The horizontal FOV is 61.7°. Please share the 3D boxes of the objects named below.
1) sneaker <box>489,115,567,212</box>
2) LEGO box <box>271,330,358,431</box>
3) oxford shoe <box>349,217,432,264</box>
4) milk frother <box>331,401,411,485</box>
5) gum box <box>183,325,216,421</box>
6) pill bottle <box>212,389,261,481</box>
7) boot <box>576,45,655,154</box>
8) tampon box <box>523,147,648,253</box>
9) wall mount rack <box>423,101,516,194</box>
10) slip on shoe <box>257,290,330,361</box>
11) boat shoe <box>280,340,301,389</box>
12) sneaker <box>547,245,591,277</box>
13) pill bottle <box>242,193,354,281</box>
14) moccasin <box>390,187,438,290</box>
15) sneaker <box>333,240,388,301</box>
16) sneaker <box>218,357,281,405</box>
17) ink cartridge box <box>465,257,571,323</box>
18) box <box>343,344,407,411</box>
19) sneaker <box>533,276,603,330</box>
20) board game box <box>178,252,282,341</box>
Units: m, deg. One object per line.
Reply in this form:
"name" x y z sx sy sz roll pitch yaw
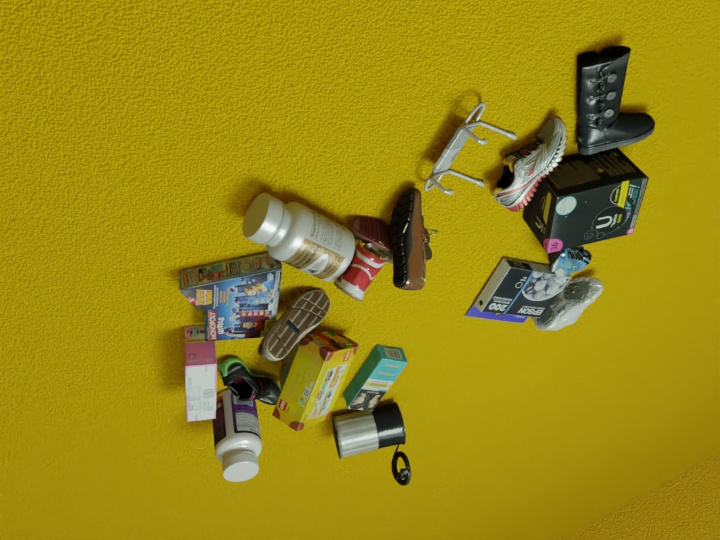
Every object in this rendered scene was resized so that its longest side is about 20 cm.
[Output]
"sneaker" 0.331 -0.214 1.186 0.082 0.078 0.201 24 108 -21
"LEGO box" -0.100 0.247 1.373 0.149 0.077 0.201 2 112 -64
"oxford shoe" 0.053 -0.047 1.256 0.199 0.071 0.075 23 138 -26
"milk frother" 0.032 0.489 1.649 0.186 0.201 0.181 -10 138 -9
"gum box" -0.356 0.232 1.335 0.066 0.114 0.201 -2 131 -17
"pill bottle" -0.295 0.393 1.443 0.110 0.201 0.112 -9 134 -10
"boot" 0.493 -0.335 1.154 0.164 0.066 0.201 -21 130 -2
"tampon box" 0.464 -0.149 1.263 0.198 0.127 0.151 -14 133 -6
"wall mount rack" 0.212 -0.219 1.155 0.173 0.074 0.201 -26 154 -54
"slip on shoe" -0.144 0.117 1.293 0.076 0.200 0.060 49 145 -16
"boat shoe" -0.144 0.221 1.431 0.062 0.071 0.201 -4 134 -24
"sneaker" 0.472 -0.038 1.362 0.089 0.079 0.200 -12 168 24
"pill bottle" -0.117 -0.065 1.146 0.199 0.115 0.114 26 119 -35
"moccasin" 0.106 -0.062 1.196 0.077 0.203 0.073 3 169 -37
"sneaker" 0.000 0.000 1.239 0.071 0.200 0.113 30 88 -5
"sneaker" -0.263 0.283 1.433 0.076 0.084 0.200 -33 133 20
"ink cartridge box" 0.389 0.066 1.495 0.197 0.044 0.201 7 129 -25
"box" 0.037 0.281 1.562 0.082 0.049 0.201 12 126 -28
"sneaker" 0.547 0.088 1.557 0.099 0.078 0.200 18 132 -39
"board game box" -0.270 0.055 1.240 0.198 0.062 0.201 -1 131 -17
